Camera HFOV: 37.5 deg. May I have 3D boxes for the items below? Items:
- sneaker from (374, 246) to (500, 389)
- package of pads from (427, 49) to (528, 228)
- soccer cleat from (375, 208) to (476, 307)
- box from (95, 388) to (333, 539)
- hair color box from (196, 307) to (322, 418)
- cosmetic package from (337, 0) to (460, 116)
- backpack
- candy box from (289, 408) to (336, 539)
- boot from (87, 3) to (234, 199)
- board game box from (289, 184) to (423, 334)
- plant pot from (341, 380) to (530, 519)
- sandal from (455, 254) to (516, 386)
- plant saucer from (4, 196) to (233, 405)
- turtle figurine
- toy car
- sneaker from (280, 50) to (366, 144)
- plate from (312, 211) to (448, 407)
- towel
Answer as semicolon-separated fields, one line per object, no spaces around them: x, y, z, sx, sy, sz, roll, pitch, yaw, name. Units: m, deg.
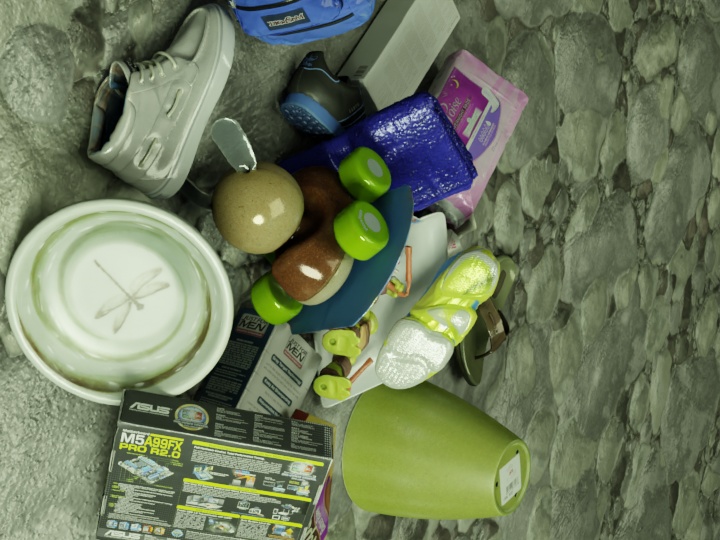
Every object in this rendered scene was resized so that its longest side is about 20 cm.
0.095;0.053;1.256;0.200;0.076;0.105;-48;-178;16;sneaker
0.121;-0.168;1.349;0.120;0.076;0.202;33;65;-10;package of pads
0.076;-0.021;1.344;0.200;0.085;0.071;-50;133;-34;soccer cleat
-0.138;0.199;0.993;0.045;0.196;0.162;-94;-161;-54;box
-0.124;0.154;1.136;0.100;0.060;0.202;50;59;-48;hair color box
0.047;-0.270;1.285;0.202;0.050;0.083;-59;136;-26;cosmetic package
-0.073;-0.306;1.020;0.200;0.160;0.170;55;37;-55;backpack
-0.078;0.264;1.158;0.117;0.056;0.202;-54;157;-45;candy box
-0.185;-0.175;0.982;0.095;0.073;0.203;31;68;-45;boot
0.000;0.000;1.100;0.039;0.199;0.160;31;67;-26;board game box
0.110;0.239;1.349;0.186;0.198;0.191;-15;109;-51;plant pot
0.189;0.069;1.536;0.080;0.057;0.204;41;65;-48;sandal
-0.210;0.022;0.938;0.050;0.196;0.203;-98;175;-64;plant saucer
-0.006;0.067;1.186;0.202;0.064;0.161;-63;175;20;turtle figurine
-0.094;-0.071;1.062;0.199;0.164;0.159;34;38;-27;toy car
-0.014;-0.167;1.211;0.200;0.069;0.079;42;64;-49;sneaker
0.021;0.043;1.281;0.197;0.032;0.203;-20;121;-24;plate
0.021;-0.103;1.178;0.148;0.198;0.050;47;23;-46;towel
